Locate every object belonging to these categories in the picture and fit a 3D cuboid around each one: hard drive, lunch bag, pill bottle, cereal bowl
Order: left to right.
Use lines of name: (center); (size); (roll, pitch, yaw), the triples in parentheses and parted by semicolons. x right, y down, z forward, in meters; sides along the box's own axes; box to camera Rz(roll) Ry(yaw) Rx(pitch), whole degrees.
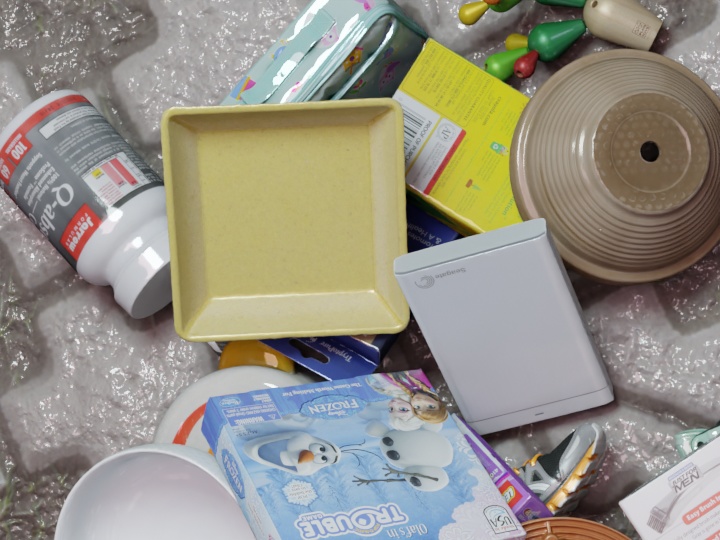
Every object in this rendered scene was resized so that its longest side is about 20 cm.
pill bottle: (-0.239, -0.060, 1.659); (0.116, 0.116, 0.200); (-46, 75, 9)
cereal bowl: (-0.151, 0.239, 1.498); (0.198, 0.083, 0.202); (2, 96, 20)
lunch bag: (-0.035, -0.159, 1.581); (0.077, 0.160, 0.200); (43, 98, 17)
hard drive: (0.123, 0.052, 1.520); (0.131, 0.201, 0.027); (-15, 38, 15)

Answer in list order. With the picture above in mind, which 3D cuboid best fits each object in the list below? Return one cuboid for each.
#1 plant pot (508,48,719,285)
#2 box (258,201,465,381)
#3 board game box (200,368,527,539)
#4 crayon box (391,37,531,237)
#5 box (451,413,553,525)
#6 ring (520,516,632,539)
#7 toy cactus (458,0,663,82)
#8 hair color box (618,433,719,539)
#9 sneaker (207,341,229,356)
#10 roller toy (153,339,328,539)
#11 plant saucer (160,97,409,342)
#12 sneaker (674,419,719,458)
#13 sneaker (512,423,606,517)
plant pot: (0.230, -0.092, 1.500); (0.199, 0.093, 0.203); (1, 83, -7)
box: (0.000, 0.000, 1.578); (0.120, 0.032, 0.201); (27, 64, 15)
board game box: (0.000, 0.168, 1.439); (0.199, 0.198, 0.044); (57, 143, 41)
crayon box: (0.110, -0.094, 1.567); (0.199, 0.051, 0.127); (33, 82, 5)
box: (0.054, 0.235, 1.523); (0.200, 0.039, 0.137); (-48, 37, 3)
ring: (0.161, 0.299, 1.459); (0.198, 0.019, 0.202); (0, 95, -3)
toy cactus: (0.185, -0.244, 1.566); (0.164, 0.102, 0.201); (27, 86, 6)
hair color box: (0.306, 0.238, 1.433); (0.110, 0.064, 0.201); (-34, 81, 6)
sneaker: (-0.105, 0.000, 1.600); (0.090, 0.066, 0.202); (12, 122, 36)
roller toy: (-0.086, 0.173, 1.586); (0.182, 0.140, 0.200); (41, 98, 14)
plant saucer: (-0.061, -0.046, 1.508); (0.198, 0.048, 0.202); (-2, 107, 0)
sneaker: (0.282, 0.201, 1.510); (0.200, 0.074, 0.118); (-42, 80, 3)
sneaker: (0.133, 0.202, 1.555); (0.077, 0.078, 0.200); (45, 100, 19)
